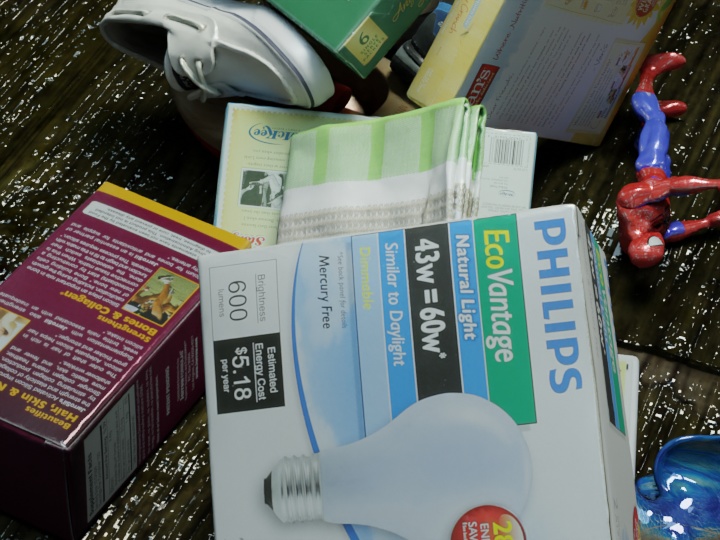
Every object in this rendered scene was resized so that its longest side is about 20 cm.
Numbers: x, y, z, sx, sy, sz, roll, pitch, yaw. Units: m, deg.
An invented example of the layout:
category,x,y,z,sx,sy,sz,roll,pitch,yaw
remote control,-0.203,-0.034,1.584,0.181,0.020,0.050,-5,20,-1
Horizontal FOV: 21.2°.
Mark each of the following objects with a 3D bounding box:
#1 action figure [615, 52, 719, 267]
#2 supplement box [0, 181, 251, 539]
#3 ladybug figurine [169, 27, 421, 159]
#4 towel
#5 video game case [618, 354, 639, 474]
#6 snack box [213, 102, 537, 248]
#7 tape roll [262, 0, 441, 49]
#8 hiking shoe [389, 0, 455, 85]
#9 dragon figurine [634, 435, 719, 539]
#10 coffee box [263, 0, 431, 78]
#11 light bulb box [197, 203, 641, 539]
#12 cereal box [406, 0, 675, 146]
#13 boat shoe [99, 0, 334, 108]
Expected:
category,x,y,z,sx,sy,sz,roll,pitch,yaw
action figure,0.224,-0.069,1.303,0.099,0.065,0.200,2,41,16
supplement box,-0.160,0.050,1.141,0.110,0.086,0.200,22,46,19
ladybug figurine,-0.043,-0.105,1.325,0.200,0.072,0.136,24,47,21
towel,0.000,0.000,1.138,0.149,0.031,0.200,-7,67,35
video game case,0.070,0.115,1.132,0.182,0.022,0.200,7,42,4
snack box,0.008,-0.039,1.233,0.200,0.116,0.037,6,-2,3
tape roll,0.026,-0.231,1.366,0.202,0.202,0.071,-4,70,-7
hiking shoe,0.103,-0.162,1.347,0.074,0.087,0.200,43,27,14
dragon figurine,0.189,0.128,1.069,0.200,0.059,0.100,-3,56,-16
coffee box,-0.028,-0.221,1.239,0.123,0.044,0.200,-50,54,0
light bulb box,0.033,0.085,0.993,0.200,0.125,0.199,-8,76,12
cereal box,0.129,-0.159,1.281,0.040,0.144,0.200,38,20,32
boat shoe,-0.099,-0.143,1.260,0.066,0.072,0.200,-43,50,-18
